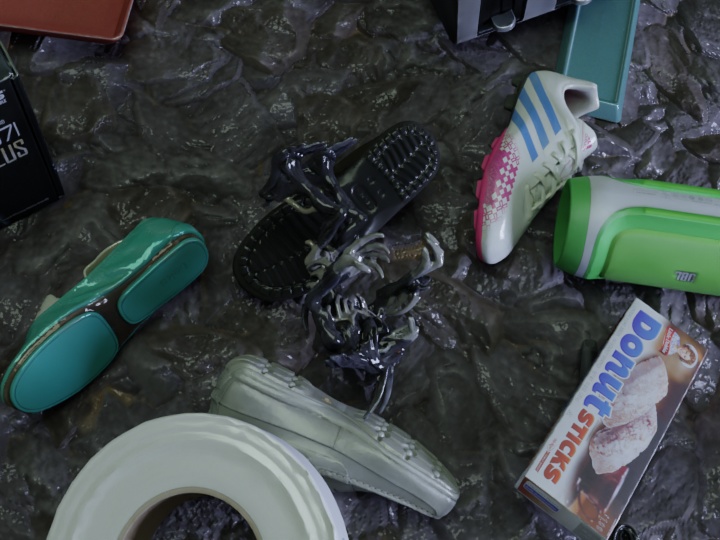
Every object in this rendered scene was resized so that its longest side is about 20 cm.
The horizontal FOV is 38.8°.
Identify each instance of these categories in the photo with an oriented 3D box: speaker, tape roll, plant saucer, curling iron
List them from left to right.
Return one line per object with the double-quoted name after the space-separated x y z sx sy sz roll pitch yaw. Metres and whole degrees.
-0.300 -0.300 0.986 0.195 0.037 0.203 7 61 2 "plant saucer"
-0.105 0.199 0.680 0.198 0.071 0.207 -1 76 5 "tape roll"
0.182 0.146 0.778 0.049 0.026 0.203 13 55 -20 "curling iron"
0.231 -0.233 0.983 0.069 0.019 0.203 14 62 5 "plant saucer"
0.261 -0.025 0.835 0.196 0.089 0.090 8 62 2 "speaker"

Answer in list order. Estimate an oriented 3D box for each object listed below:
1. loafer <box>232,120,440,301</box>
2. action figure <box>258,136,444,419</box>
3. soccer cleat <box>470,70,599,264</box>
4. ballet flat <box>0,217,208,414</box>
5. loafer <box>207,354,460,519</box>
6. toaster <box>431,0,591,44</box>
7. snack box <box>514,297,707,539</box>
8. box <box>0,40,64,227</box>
-0.019 -0.045 0.852 0.198 0.071 0.074 -36 99 -7 "loafer"
0.000 0.000 0.756 0.101 0.118 0.203 -26 82 25 "action figure"
0.152 -0.092 0.869 0.085 0.070 0.203 9 59 21 "soccer cleat"
-0.208 0.030 0.808 0.070 0.068 0.200 27 61 39 "ballet flat"
-0.022 0.134 0.758 0.197 0.070 0.071 27 98 8 "loafer"
0.135 -0.330 0.964 0.178 0.119 0.203 -20 64 -6 "toaster"
0.193 0.109 0.771 0.071 0.024 0.200 35 54 9 "snack box"
-0.353 -0.090 0.800 0.198 0.165 0.087 -28 65 -17 "box"
